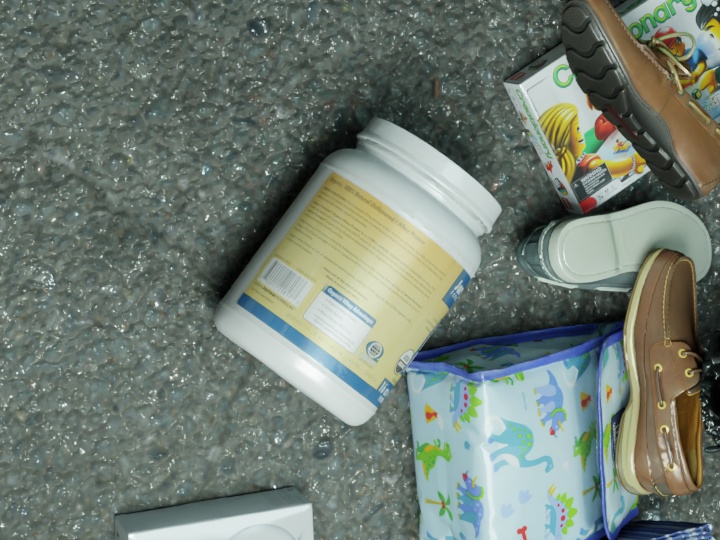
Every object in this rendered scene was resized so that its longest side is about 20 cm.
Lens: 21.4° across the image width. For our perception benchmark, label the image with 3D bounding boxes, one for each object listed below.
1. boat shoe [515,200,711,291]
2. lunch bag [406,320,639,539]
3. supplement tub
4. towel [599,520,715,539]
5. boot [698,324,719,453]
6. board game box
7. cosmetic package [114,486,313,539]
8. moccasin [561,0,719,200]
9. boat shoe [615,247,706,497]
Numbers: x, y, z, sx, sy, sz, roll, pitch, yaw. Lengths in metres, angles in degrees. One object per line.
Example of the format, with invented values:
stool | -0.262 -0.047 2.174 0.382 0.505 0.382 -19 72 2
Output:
boat shoe | 0.211 -0.018 1.571 0.200 0.062 0.073 -3 87 -41
lunch bag | 0.149 0.138 1.550 0.200 0.127 0.170 -10 102 -36
supplement tub | 0.000 0.000 1.442 0.145 0.145 0.200 38 86 -24
towel | 0.173 0.238 1.563 0.200 0.145 0.024 -12 89 -20
boot | 0.324 0.082 1.533 0.162 0.073 0.198 43 46 -47
board game box | 0.228 -0.152 1.565 0.200 0.035 0.126 -34 111 -13
cosmetic package | -0.110 0.282 1.506 0.151 0.052 0.200 -7 103 -18
moccasin | 0.231 -0.147 1.509 0.201 0.074 0.078 46 72 -19
boat shoe | 0.253 0.083 1.530 0.072 0.068 0.200 6 88 -49
